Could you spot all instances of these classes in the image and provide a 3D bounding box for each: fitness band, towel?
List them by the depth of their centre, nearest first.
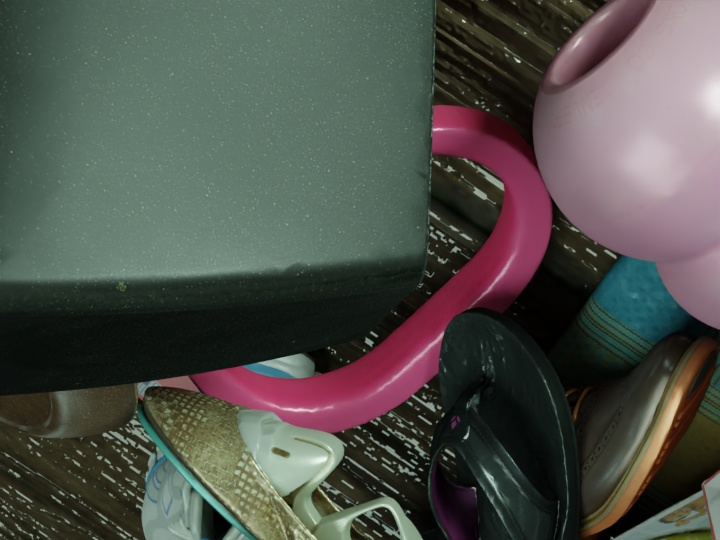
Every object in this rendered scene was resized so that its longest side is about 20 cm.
[{"bbox_3d":[0.000,0.000,1.142,0.144,0.037,0.200,33,114,-34],"label":"fitness band"},{"bbox_3d":[0.161,0.067,1.178,0.147,0.022,0.200,36,136,3],"label":"towel"}]

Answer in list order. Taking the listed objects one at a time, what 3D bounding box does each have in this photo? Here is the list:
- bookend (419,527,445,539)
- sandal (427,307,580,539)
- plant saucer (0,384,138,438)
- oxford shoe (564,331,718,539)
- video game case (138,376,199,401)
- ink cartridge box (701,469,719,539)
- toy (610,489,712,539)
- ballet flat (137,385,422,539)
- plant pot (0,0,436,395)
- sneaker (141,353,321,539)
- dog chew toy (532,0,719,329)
[{"bbox_3d":[0.096,0.249,1.286,0.092,0.198,0.200,-25,65,40],"label":"bookend"},{"bbox_3d":[0.066,0.119,1.141,0.075,0.048,0.201,-1,98,43],"label":"sandal"},{"bbox_3d":[-0.190,0.011,1.157,0.200,0.034,0.200,34,152,21],"label":"plant saucer"},{"bbox_3d":[0.105,0.085,1.165,0.073,0.071,0.200,38,137,6],"label":"oxford shoe"},{"bbox_3d":[-0.137,-0.016,1.293,0.200,0.017,0.143,41,134,-3],"label":"video game case"},{"bbox_3d":[0.265,0.122,1.068,0.200,0.068,0.116,27,126,-27],"label":"ink cartridge box"},{"bbox_3d":[0.165,0.153,1.166,0.115,0.047,0.200,20,135,-39],"label":"toy"},{"bbox_3d":[-0.019,0.116,1.145,0.065,0.071,0.200,-41,95,15],"label":"ballet flat"},{"bbox_3d":[-0.068,-0.056,0.989,0.177,0.200,0.200,4,167,-10],"label":"plant pot"},{"bbox_3d":[-0.082,0.124,1.308,0.075,0.087,0.200,19,139,-4],"label":"sneaker"},{"bbox_3d":[0.167,-0.031,1.038,0.200,0.125,0.124,44,134,-18],"label":"dog chew toy"}]
